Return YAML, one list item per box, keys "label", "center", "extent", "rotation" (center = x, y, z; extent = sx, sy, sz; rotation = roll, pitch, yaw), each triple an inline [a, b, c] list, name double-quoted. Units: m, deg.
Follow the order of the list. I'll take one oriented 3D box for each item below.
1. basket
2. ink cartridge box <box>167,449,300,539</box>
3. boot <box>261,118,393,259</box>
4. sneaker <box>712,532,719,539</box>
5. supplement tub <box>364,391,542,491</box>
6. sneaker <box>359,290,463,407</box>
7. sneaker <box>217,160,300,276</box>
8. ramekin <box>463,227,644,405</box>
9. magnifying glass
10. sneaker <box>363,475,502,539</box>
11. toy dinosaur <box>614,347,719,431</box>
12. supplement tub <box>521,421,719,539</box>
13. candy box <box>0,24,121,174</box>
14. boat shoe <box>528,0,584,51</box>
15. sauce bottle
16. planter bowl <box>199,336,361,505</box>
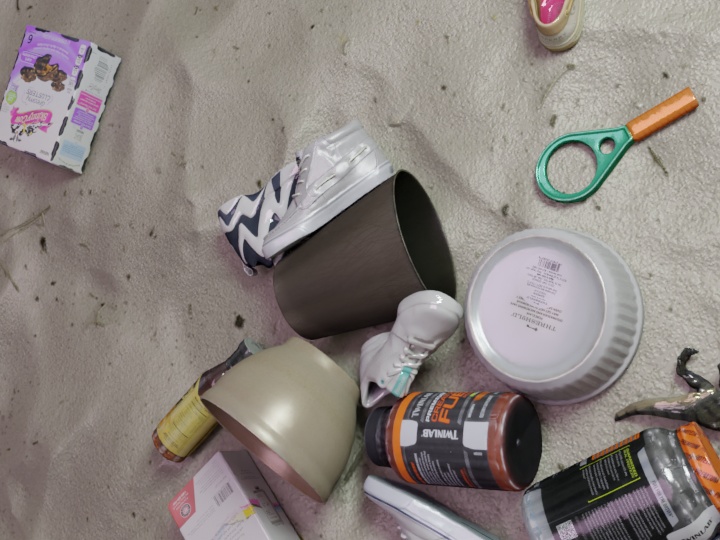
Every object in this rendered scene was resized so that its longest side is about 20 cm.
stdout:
- label: "basket"
  center: [0.000, 0.000, 1.082]
  extent: [0.198, 0.135, 0.184]
  rotation: [-26, 66, 26]
- label: "ink cartridge box"
  center: [-0.155, 0.353, 1.141]
  extent: [0.117, 0.067, 0.201]
  rotation: [-45, 63, 15]
- label: "boot"
  center: [-0.060, -0.105, 1.103]
  extent: [0.198, 0.074, 0.096]
  rotation: [-35, 91, -5]
- label: "sneaker"
  center: [0.401, 0.265, 0.848]
  extent: [0.200, 0.078, 0.076]
  rotation: [-45, 65, 15]
- label: "supplement tub"
  center: [0.101, 0.194, 0.999]
  extent: [0.197, 0.106, 0.110]
  rotation: [-6, 78, 37]
- label: "sneaker"
  center: [0.055, 0.100, 1.007]
  extent: [0.200, 0.074, 0.090]
  rotation: [-51, 20, 51]
- label: "sneaker"
  center: [-0.095, -0.061, 1.174]
  extent: [0.196, 0.079, 0.132]
  rotation: [-24, 78, 15]
- label: "ramekin"
  center: [0.208, 0.047, 0.974]
  extent: [0.196, 0.105, 0.205]
  rotation: [-5, 79, 28]
- label: "magnifying glass"
  center: [0.293, -0.148, 1.007]
  extent: [0.198, 0.022, 0.081]
  rotation: [-30, 69, 20]
- label: "sneaker"
  center: [0.079, 0.310, 1.018]
  extent: [0.198, 0.073, 0.072]
  rotation: [25, 90, 29]
- label: "toy dinosaur"
  center: [0.366, 0.129, 0.911]
  extent: [0.197, 0.047, 0.090]
  rotation: [4, 90, 32]
- label: "supplement tub"
  center: [0.276, 0.243, 0.894]
  extent: [0.198, 0.122, 0.124]
  rotation: [-32, 68, 21]
- label: "candy box"
  center: [-0.503, -0.282, 1.430]
  extent: [0.165, 0.071, 0.204]
  rotation: [19, 91, 29]
- label: "boat shoe"
  center: [0.237, -0.372, 1.046]
  extent: [0.072, 0.069, 0.205]
  rotation: [-5, 80, 27]
- label: "sauce bottle"
  center: [-0.206, 0.177, 1.201]
  extent: [0.200, 0.066, 0.066]
  rotation: [-47, 64, 11]
- label: "planter bowl"
  center: [-0.082, 0.170, 1.076]
  extent: [0.198, 0.201, 0.135]
  rotation: [29, 69, 29]
